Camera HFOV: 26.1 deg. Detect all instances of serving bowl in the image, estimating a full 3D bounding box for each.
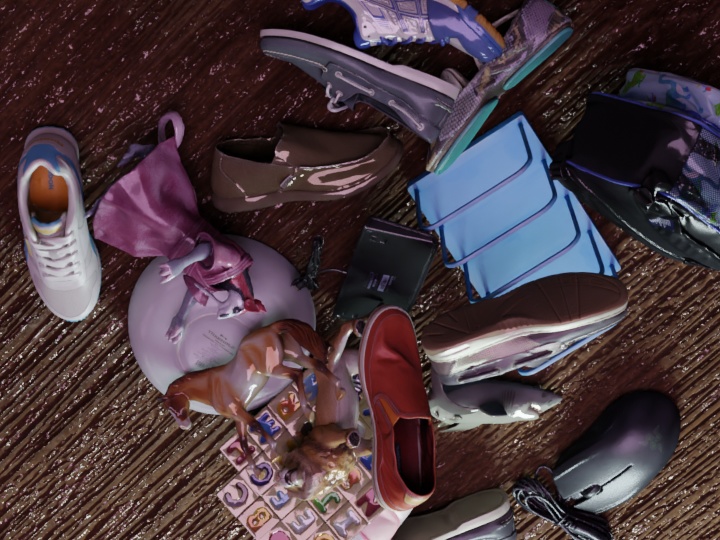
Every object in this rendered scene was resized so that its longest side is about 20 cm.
[{"bbox_3d":[-0.145,0.067,1.596,0.197,0.066,0.203,0,116,0],"label":"serving bowl"}]

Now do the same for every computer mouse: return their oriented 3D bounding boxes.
[{"bbox_3d":[0.273,0.219,1.677,0.138,0.053,0.201,34,110,-14],"label":"computer mouse"}]

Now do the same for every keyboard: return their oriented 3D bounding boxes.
[{"bbox_3d":[0.000,0.000,1.530,0.125,0.021,0.201,12,151,-5],"label":"keyboard"}]

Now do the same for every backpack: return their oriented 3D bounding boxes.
[{"bbox_3d":[0.312,-0.091,1.462,0.199,0.183,0.148,34,86,-30],"label":"backpack"}]

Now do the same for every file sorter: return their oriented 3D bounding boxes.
[{"bbox_3d":[0.157,-0.022,1.525,0.138,0.123,0.201,-31,111,13],"label":"file sorter"}]

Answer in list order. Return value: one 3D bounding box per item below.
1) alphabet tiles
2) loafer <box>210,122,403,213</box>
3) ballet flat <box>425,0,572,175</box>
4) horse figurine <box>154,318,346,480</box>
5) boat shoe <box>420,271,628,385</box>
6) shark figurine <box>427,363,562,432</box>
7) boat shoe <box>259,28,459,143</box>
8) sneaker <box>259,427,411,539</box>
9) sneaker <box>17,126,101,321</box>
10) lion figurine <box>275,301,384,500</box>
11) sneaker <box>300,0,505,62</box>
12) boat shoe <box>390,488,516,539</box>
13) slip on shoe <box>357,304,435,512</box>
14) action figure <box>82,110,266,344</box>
[{"bbox_3d":[-0.045,0.203,1.618,0.200,0.006,0.167,-41,97,-4],"label":"alphabet tiles"},{"bbox_3d":[-0.057,-0.108,1.508,0.197,0.076,0.068,-14,121,6],"label":"loafer"},{"bbox_3d":[0.117,-0.184,1.489,0.072,0.072,0.201,37,109,-16],"label":"ballet flat"},{"bbox_3d":[-0.099,0.113,1.539,0.200,0.050,0.133,-46,75,25],"label":"horse figurine"},{"bbox_3d":[0.157,0.058,1.461,0.197,0.072,0.065,-17,127,5],"label":"boat shoe"},{"bbox_3d":[0.102,0.117,1.602,0.127,0.213,0.091,-16,74,33],"label":"shark figurine"},{"bbox_3d":[-0.008,-0.176,1.460,0.198,0.073,0.063,19,95,5],"label":"boat shoe"},{"bbox_3d":[-0.022,0.207,1.663,0.105,0.075,0.200,-44,99,-1],"label":"sneaker"},{"bbox_3d":[-0.304,-0.035,1.538,0.075,0.081,0.203,-6,116,1],"label":"sneaker"},{"bbox_3d":[-0.025,0.134,1.577,0.072,0.122,0.203,21,72,-32],"label":"lion figurine"},{"bbox_3d":[0.036,-0.234,1.436,0.198,0.075,0.089,30,91,3],"label":"sneaker"},{"bbox_3d":[0.079,0.306,1.706,0.198,0.073,0.063,-22,111,4],"label":"boat shoe"},{"bbox_3d":[0.042,0.133,1.513,0.073,0.061,0.203,1,81,-34],"label":"slip on shoe"},{"bbox_3d":[-0.165,-0.027,1.511,0.199,0.149,0.134,38,153,-2],"label":"action figure"}]
